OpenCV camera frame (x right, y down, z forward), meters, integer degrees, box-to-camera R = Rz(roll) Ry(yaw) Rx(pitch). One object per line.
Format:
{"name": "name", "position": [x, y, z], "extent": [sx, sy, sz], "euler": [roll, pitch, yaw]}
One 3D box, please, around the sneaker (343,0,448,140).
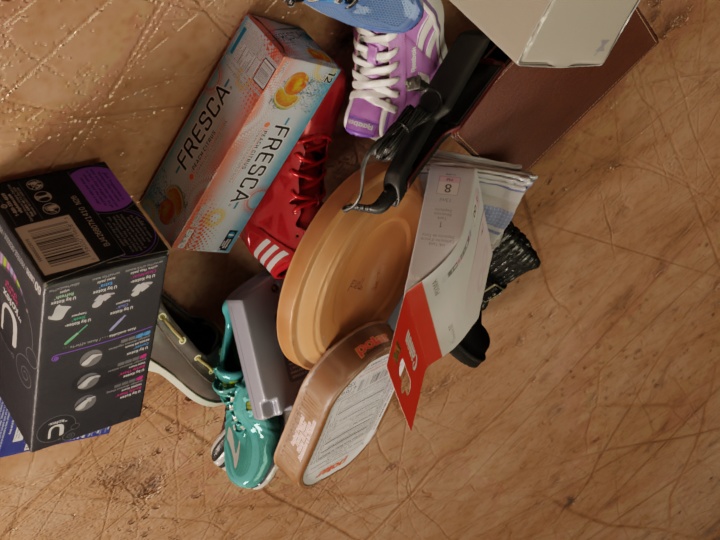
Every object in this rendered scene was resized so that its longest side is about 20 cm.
{"name": "sneaker", "position": [0.020, -0.172, 0.990], "extent": [0.114, 0.073, 0.200], "euler": [-61, 151, -16]}

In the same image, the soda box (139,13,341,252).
{"name": "soda box", "position": [-0.102, -0.110, 0.989], "extent": [0.068, 0.064, 0.200], "euler": [4, 129, -48]}

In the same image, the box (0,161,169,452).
{"name": "box", "position": [-0.239, 0.030, 0.968], "extent": [0.106, 0.122, 0.200], "euler": [-17, 141, -33]}

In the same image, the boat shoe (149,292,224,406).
{"name": "boat shoe", "position": [-0.163, 0.075, 1.146], "extent": [0.061, 0.072, 0.201], "euler": [-34, 147, 11]}

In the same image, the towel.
{"name": "towel", "position": [0.076, -0.056, 1.164], "extent": [0.147, 0.024, 0.200], "euler": [11, 153, -5]}

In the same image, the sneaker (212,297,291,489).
{"name": "sneaker", "position": [-0.113, 0.112, 1.142], "extent": [0.080, 0.077, 0.200], "euler": [-6, 101, -55]}

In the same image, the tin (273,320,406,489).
{"name": "tin", "position": [-0.017, 0.129, 1.105], "extent": [0.112, 0.042, 0.200], "euler": [-20, 147, -37]}

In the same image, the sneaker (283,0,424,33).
{"name": "sneaker", "position": [-0.034, -0.215, 0.857], "extent": [0.200, 0.089, 0.079], "euler": [20, 125, -34]}

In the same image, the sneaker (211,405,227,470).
{"name": "sneaker", "position": [-0.088, 0.112, 1.247], "extent": [0.076, 0.116, 0.200], "euler": [37, 110, -21]}

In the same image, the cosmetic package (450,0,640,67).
{"name": "cosmetic package", "position": [0.110, -0.246, 0.905], "extent": [0.103, 0.200, 0.087], "euler": [-9, 138, -42]}

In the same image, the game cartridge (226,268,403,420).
{"name": "game cartridge", "position": [-0.036, 0.049, 1.136], "extent": [0.200, 0.041, 0.133], "euler": [-18, 102, -42]}

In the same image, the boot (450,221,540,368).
{"name": "boot", "position": [0.143, 0.023, 1.393], "extent": [0.158, 0.079, 0.211], "euler": [-42, 148, 4]}

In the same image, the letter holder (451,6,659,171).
{"name": "letter holder", "position": [0.153, -0.199, 1.109], "extent": [0.200, 0.101, 0.142], "euler": [-45, 146, 9]}

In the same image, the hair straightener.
{"name": "hair straightener", "position": [0.044, -0.128, 0.986], "extent": [0.200, 0.041, 0.077], "euler": [-51, 134, -15]}

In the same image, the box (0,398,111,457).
{"name": "box", "position": [-0.312, 0.122, 1.093], "extent": [0.200, 0.032, 0.121], "euler": [-10, 138, -40]}

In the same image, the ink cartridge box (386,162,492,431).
{"name": "ink cartridge box", "position": [0.076, 0.029, 1.080], "extent": [0.057, 0.200, 0.163], "euler": [3, 153, 13]}

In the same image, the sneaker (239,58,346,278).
{"name": "sneaker", "position": [-0.040, -0.078, 1.043], "extent": [0.078, 0.116, 0.200], "euler": [-9, 138, -39]}

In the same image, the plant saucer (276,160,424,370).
{"name": "plant saucer", "position": [0.000, 0.000, 1.057], "extent": [0.200, 0.032, 0.200], "euler": [-43, 148, -35]}
